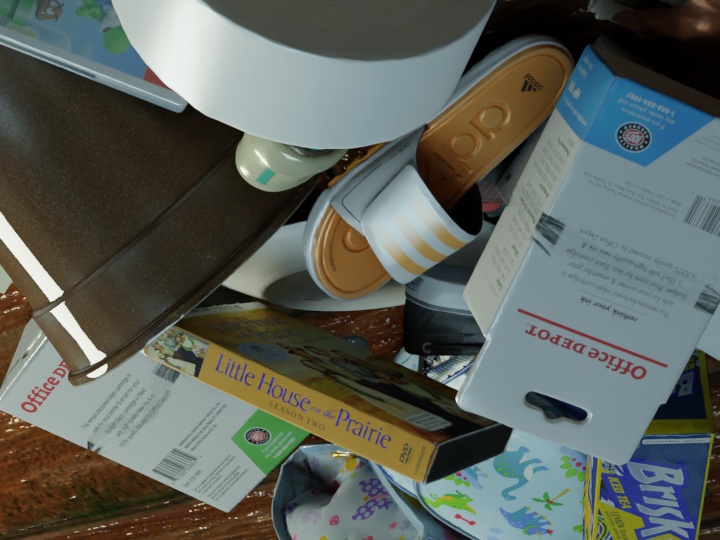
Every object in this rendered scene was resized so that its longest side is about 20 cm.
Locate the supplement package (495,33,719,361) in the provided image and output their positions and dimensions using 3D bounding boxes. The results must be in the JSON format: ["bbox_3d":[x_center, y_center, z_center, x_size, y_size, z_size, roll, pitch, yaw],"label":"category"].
[{"bbox_3d":[0.200,-0.031,1.156,0.200,0.117,0.117,28,107,-18],"label":"supplement package"}]

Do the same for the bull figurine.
[{"bbox_3d":[0.204,-0.191,1.040,0.121,0.065,0.200,18,138,0],"label":"bull figurine"}]

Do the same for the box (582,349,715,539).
[{"bbox_3d":[0.176,0.133,1.204,0.070,0.064,0.200,-2,140,3],"label":"box"}]

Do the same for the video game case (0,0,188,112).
[{"bbox_3d":[-0.169,-0.189,1.084,0.200,0.143,0.017,21,167,-10],"label":"video game case"}]

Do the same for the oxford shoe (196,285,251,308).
[{"bbox_3d":[-0.159,-0.008,1.331,0.200,0.084,0.073,37,136,-23],"label":"oxford shoe"}]

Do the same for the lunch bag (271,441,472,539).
[{"bbox_3d":[0.031,0.222,1.491,0.127,0.200,0.170,-45,120,2],"label":"lunch bag"}]

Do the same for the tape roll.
[{"bbox_3d":[-0.028,-0.162,1.028,0.202,0.202,0.071,17,139,-6],"label":"tape roll"}]

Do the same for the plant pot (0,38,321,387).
[{"bbox_3d":[-0.161,-0.069,1.165,0.200,0.200,0.198,-31,104,40],"label":"plant pot"}]

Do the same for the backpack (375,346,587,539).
[{"bbox_3d":[0.108,0.109,1.350,0.183,0.147,0.200,34,138,-21],"label":"backpack"}]

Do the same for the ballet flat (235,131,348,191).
[{"bbox_3d":[-0.005,-0.109,1.084,0.069,0.200,0.069,22,136,23],"label":"ballet flat"}]

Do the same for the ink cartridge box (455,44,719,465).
[{"bbox_3d":[0.134,-0.007,1.055,0.116,0.067,0.200,21,107,-17],"label":"ink cartridge box"}]

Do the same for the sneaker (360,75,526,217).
[{"bbox_3d":[0.037,-0.101,1.181,0.200,0.071,0.098,26,136,-18],"label":"sneaker"}]

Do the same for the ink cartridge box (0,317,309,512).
[{"bbox_3d":[-0.145,0.078,1.427,0.200,0.084,0.146,27,138,-17],"label":"ink cartridge box"}]

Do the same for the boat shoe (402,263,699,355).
[{"bbox_3d":[0.122,0.043,1.222,0.200,0.070,0.066,8,103,-12],"label":"boat shoe"}]

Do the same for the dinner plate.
[{"bbox_3d":[0.000,0.000,1.275,0.200,0.024,0.200,-4,165,-1],"label":"dinner plate"}]

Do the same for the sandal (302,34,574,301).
[{"bbox_3d":[0.049,-0.053,1.138,0.207,0.059,0.079,-45,128,13],"label":"sandal"}]

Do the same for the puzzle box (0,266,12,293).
[{"bbox_3d":[-0.270,-0.069,1.334,0.133,0.025,0.200,26,138,-15],"label":"puzzle box"}]

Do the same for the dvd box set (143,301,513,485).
[{"bbox_3d":[-0.016,0.072,1.210,0.200,0.146,0.029,23,101,21],"label":"dvd box set"}]
